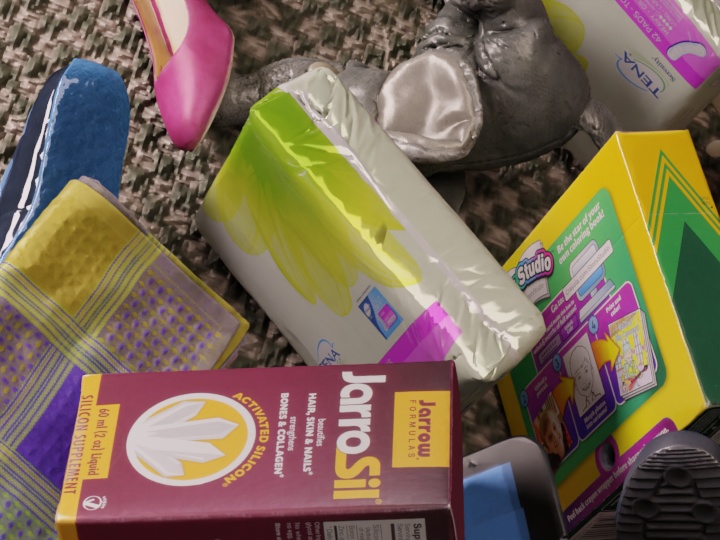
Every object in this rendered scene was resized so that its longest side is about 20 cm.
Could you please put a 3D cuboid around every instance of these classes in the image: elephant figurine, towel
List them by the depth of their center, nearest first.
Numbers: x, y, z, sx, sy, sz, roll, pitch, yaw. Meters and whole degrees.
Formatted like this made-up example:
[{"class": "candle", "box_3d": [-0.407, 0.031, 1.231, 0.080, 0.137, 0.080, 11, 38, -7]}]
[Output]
[{"class": "towel", "box_3d": [-0.159, 0.062, 1.275, 0.144, 0.023, 0.200, 47, 64, -23]}, {"class": "elephant figurine", "box_3d": [0.031, -0.092, 1.441, 0.200, 0.155, 0.142, -38, 124, -15]}]

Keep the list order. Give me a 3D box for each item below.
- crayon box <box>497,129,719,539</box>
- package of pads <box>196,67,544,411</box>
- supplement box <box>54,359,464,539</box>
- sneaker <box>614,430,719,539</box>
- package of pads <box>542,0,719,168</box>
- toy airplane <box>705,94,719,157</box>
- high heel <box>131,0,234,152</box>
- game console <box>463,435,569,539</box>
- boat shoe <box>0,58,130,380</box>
[{"class": "crayon box", "box_3d": [0.149, 0.044, 1.359, 0.058, 0.200, 0.174, -1, 62, -26]}, {"class": "package of pads", "box_3d": [0.000, 0.000, 1.339, 0.068, 0.155, 0.200, -36, 83, -27]}, {"class": "supplement box", "box_3d": [-0.047, 0.115, 1.198, 0.198, 0.086, 0.111, -3, 40, 5]}, {"class": "sneaker", "box_3d": [0.182, 0.144, 1.316, 0.070, 0.201, 0.082, 7, 47, 13]}, {"class": "package of pads", "box_3d": [0.148, -0.171, 1.505, 0.200, 0.155, 0.068, 50, 46, 7]}, {"class": "toy airplane", "box_3d": [0.311, -0.022, 1.510, 0.198, 0.141, 0.201, 14, 59, -17]}, {"class": "high heel", "box_3d": [-0.129, -0.162, 1.420, 0.095, 0.067, 0.201, 19, 52, -26]}, {"class": "game console", "box_3d": [0.011, 0.191, 1.215, 0.119, 0.199, 0.171, 64, 21, -4]}, {"class": "boat shoe", "box_3d": [-0.173, -0.017, 1.327, 0.084, 0.068, 0.201, 26, 71, -25]}]
